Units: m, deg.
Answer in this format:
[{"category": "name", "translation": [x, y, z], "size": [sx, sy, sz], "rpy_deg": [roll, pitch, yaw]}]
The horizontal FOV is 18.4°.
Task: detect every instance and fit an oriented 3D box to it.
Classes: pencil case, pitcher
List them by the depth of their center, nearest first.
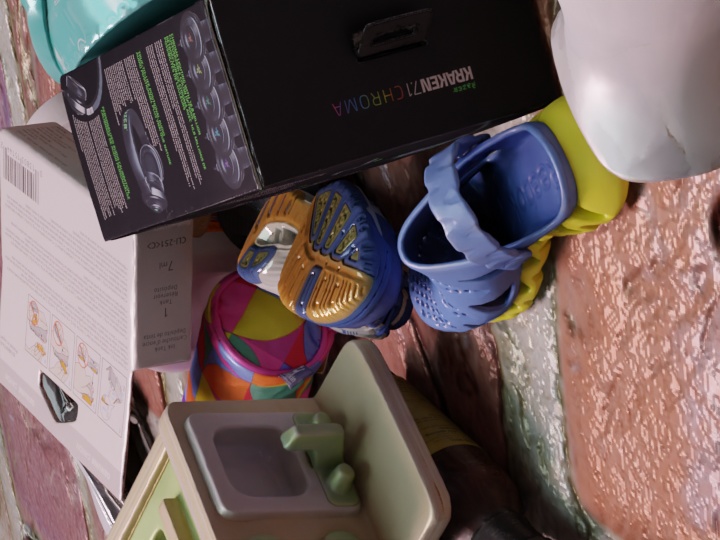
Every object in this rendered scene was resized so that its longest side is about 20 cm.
[{"category": "pitcher", "translation": [0.104, -0.161, 0.863], "size": [0.201, 0.121, 0.172], "rpy_deg": [83, 163, -49]}, {"category": "pencil case", "translation": [-0.068, 0.077, 1.414], "size": [0.089, 0.088, 0.200], "rpy_deg": [62, 154, 23]}]

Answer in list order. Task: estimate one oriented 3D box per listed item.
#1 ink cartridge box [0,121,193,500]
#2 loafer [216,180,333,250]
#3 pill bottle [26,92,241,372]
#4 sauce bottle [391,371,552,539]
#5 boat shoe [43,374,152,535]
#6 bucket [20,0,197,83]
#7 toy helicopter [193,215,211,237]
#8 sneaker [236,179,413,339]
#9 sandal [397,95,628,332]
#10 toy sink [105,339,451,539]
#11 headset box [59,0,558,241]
[{"category": "ink cartridge box", "translation": [-0.169, 0.020, 1.383], "size": [0.200, 0.044, 0.177], "rpy_deg": [33, 126, 52]}, {"category": "loafer", "translation": [-0.037, -0.073, 1.302], "size": [0.072, 0.063, 0.200], "rpy_deg": [35, 151, 9]}, {"category": "pill bottle", "translation": [-0.149, -0.033, 1.486], "size": [0.200, 0.109, 0.110], "rpy_deg": [52, 148, 40]}, {"category": "sauce bottle", "translation": [0.045, 0.119, 1.220], "size": [0.200, 0.066, 0.066], "rpy_deg": [38, 139, 53]}, {"category": "boat shoe", "translation": [-0.199, 0.123, 1.762], "size": [0.201, 0.072, 0.071], "rpy_deg": [61, 146, 4]}, {"category": "bucket", "translation": [-0.106, -0.192, 1.192], "size": [0.135, 0.206, 0.207], "rpy_deg": [63, 155, 9]}, {"category": "toy helicopter", "translation": [-0.114, -0.104, 1.371], "size": [0.201, 0.078, 0.133], "rpy_deg": [-107, 32, -43]}, {"category": "sneaker", "translation": [0.000, 0.000, 1.211], "size": [0.076, 0.088, 0.200], "rpy_deg": [-60, 17, 0]}, {"category": "sandal", "translation": [0.054, -0.022, 1.086], "size": [0.080, 0.087, 0.200], "rpy_deg": [65, 157, 16]}, {"category": "toy sink", "translation": [-0.056, 0.148, 1.218], "size": [0.201, 0.111, 0.131], "rpy_deg": [-60, 43, 37]}, {"category": "headset box", "translation": [-0.026, -0.090, 1.090], "size": [0.200, 0.173, 0.093], "rpy_deg": [-13, 94, 62]}]
